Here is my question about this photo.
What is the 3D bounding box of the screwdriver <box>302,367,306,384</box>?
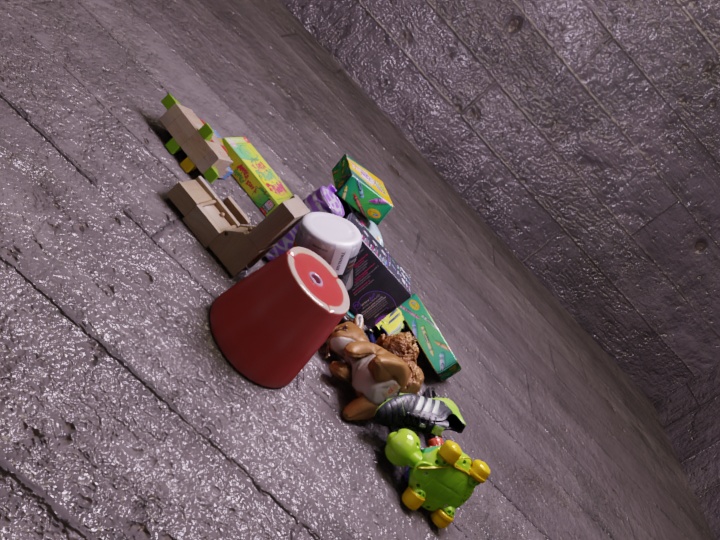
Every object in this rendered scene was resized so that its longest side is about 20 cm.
[{"bbox_3d":[-0.112,0.144,1.208,0.028,0.029,0.201,36,29,-29],"label":"screwdriver"}]

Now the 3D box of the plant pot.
[{"bbox_3d":[-0.128,0.068,1.093,0.200,0.177,0.201,39,24,-21],"label":"plant pot"}]

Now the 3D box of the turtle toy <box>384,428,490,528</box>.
[{"bbox_3d":[0.131,0.365,1.177,0.200,0.146,0.101,38,4,-19],"label":"turtle toy"}]

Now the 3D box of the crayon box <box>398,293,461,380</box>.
[{"bbox_3d":[0.172,0.166,1.590,0.201,0.058,0.119,60,4,22],"label":"crayon box"}]

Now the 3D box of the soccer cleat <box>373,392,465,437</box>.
[{"bbox_3d":[0.117,0.276,1.208,0.199,0.068,0.081,7,28,-35],"label":"soccer cleat"}]

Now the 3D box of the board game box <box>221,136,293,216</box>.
[{"bbox_3d":[-0.248,-0.224,1.511,0.200,0.048,0.102,50,22,3],"label":"board game box"}]

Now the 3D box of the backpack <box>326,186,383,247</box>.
[{"bbox_3d":[-0.041,-0.068,1.475,0.150,0.178,0.200,19,29,-48],"label":"backpack"}]

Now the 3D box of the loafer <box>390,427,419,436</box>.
[{"bbox_3d":[0.083,0.258,1.323,0.070,0.070,0.201,28,30,-41],"label":"loafer"}]

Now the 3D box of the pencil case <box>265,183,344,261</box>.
[{"bbox_3d":[-0.128,-0.094,1.340,0.084,0.199,0.086,49,18,-28],"label":"pencil case"}]

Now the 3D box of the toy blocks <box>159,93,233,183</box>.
[{"bbox_3d":[-0.341,-0.276,1.384,0.200,0.100,0.137,51,10,4],"label":"toy blocks"}]

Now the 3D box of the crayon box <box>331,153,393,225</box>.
[{"bbox_3d":[0.001,-0.188,1.458,0.119,0.058,0.200,35,16,-19],"label":"crayon box"}]

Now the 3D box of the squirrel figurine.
[{"bbox_3d":[0.024,0.178,1.264,0.199,0.142,0.187,6,28,-37],"label":"squirrel figurine"}]

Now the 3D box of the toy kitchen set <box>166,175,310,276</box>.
[{"bbox_3d":[-0.220,-0.133,1.241,0.200,0.180,0.163,50,21,0],"label":"toy kitchen set"}]

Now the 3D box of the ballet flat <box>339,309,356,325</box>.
[{"bbox_3d":[-0.087,0.046,1.349,0.200,0.068,0.068,56,21,17],"label":"ballet flat"}]

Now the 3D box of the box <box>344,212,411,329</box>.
[{"bbox_3d":[0.000,0.000,1.335,0.200,0.122,0.106,48,15,-12],"label":"box"}]

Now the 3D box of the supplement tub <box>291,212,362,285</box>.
[{"bbox_3d":[-0.081,0.002,1.216,0.122,0.201,0.123,16,28,-9],"label":"supplement tub"}]

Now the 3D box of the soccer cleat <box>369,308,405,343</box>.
[{"bbox_3d":[0.056,0.131,1.492,0.083,0.065,0.200,30,25,-15],"label":"soccer cleat"}]

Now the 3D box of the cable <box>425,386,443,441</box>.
[{"bbox_3d":[0.166,0.317,1.410,0.097,0.050,0.200,51,23,2],"label":"cable"}]
